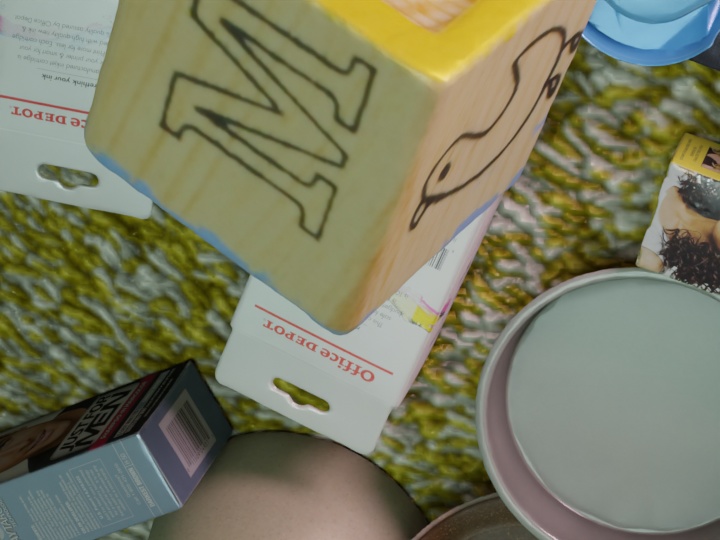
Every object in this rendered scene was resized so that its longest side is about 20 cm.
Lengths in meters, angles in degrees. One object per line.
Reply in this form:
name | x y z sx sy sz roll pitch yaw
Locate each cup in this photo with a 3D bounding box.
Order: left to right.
cup | -0.061 0.223 1.787 0.200 0.143 0.200 8 117 15

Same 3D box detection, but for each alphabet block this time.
alphabet block | -0.007 -0.126 1.525 0.196 0.195 0.200 35 138 13

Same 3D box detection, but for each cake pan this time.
cake pan | 0.170 0.087 1.687 0.200 0.037 0.200 4 111 12

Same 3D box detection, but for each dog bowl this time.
dog bowl | 0.197 -0.191 1.527 0.200 0.050 0.111 -28 103 27

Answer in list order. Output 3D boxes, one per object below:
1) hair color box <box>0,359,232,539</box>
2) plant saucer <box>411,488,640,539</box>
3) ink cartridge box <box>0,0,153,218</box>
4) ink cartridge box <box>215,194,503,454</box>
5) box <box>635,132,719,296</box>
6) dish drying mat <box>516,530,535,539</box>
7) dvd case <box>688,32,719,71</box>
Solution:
hair color box | -0.191 0.134 1.812 0.200 0.099 0.061 -22 107 27
plant saucer | 0.101 0.234 1.758 0.200 0.037 0.200 0 92 -6
ink cartridge box | -0.161 -0.141 1.683 0.117 0.067 0.200 12 118 13
ink cartridge box | 0.000 0.000 1.699 0.116 0.068 0.200 27 119 5
box | 0.265 -0.007 1.614 0.200 0.050 0.075 19 120 8
dish drying mat | 0.123 0.265 1.808 0.077 0.018 0.200 -28 103 8
dvd case | 0.173 -0.197 1.571 0.200 0.016 0.149 21 119 9
